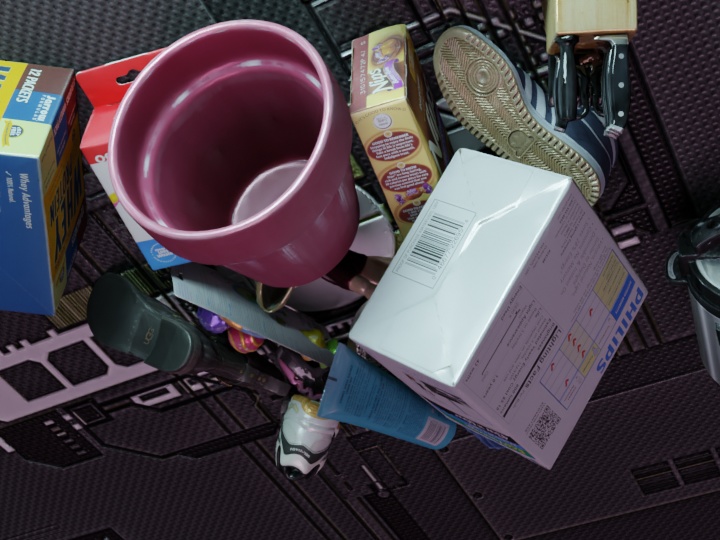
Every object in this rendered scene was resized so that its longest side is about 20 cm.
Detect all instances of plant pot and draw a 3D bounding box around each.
[{"bbox_3d":[-0.086,-0.078,0.933,0.198,0.201,0.179,-12,152,14],"label":"plant pot"}]

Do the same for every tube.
[{"bbox_3d":[0.029,0.144,1.175,0.050,0.078,0.200,-1,159,40],"label":"tube"}]

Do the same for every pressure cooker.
[{"bbox_3d":[0.401,0.015,1.057,0.175,0.179,0.201,-32,131,-10],"label":"pressure cooker"}]

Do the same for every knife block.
[{"bbox_3d":[0.180,-0.210,0.849,0.063,0.176,0.201,-1,133,3],"label":"knife block"}]

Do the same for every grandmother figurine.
[{"bbox_3d":[0.000,0.000,1.057,0.199,0.121,0.061,19,89,-7],"label":"grandmother figurine"}]

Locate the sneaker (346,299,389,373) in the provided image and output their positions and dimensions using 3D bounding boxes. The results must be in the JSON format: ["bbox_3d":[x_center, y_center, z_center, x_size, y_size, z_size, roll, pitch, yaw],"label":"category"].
[{"bbox_3d":[0.049,0.057,1.156,0.077,0.089,0.200,27,120,-18],"label":"sneaker"}]

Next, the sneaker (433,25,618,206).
[{"bbox_3d":[0.154,-0.147,0.995,0.200,0.108,0.070,48,128,1],"label":"sneaker"}]

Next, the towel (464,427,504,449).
[{"bbox_3d":[0.168,0.158,1.242,0.111,0.049,0.200,-16,153,15],"label":"towel"}]

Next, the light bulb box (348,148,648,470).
[{"bbox_3d":[0.128,0.036,0.961,0.124,0.199,0.200,23,167,41],"label":"light bulb box"}]

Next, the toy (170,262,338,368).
[{"bbox_3d":[-0.117,0.057,1.156,0.199,0.115,0.047,24,105,-21],"label":"toy"}]

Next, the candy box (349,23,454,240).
[{"bbox_3d":[0.048,-0.105,0.996,0.056,0.117,0.201,-15,132,16],"label":"candy box"}]

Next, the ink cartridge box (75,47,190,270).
[{"bbox_3d":[-0.184,-0.103,1.044,0.115,0.068,0.201,-12,131,14],"label":"ink cartridge box"}]

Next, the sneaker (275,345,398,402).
[{"bbox_3d":[0.000,0.114,1.252,0.199,0.079,0.096,25,108,-21],"label":"sneaker"}]

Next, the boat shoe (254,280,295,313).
[{"bbox_3d":[-0.068,-0.044,1.097,0.073,0.063,0.201,15,133,-12],"label":"boat shoe"}]

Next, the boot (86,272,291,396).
[{"bbox_3d":[-0.189,0.080,1.200,0.174,0.199,0.070,26,95,-55],"label":"boot"}]

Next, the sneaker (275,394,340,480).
[{"bbox_3d":[-0.070,0.197,1.261,0.075,0.088,0.200,20,168,4],"label":"sneaker"}]

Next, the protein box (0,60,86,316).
[{"bbox_3d":[-0.374,-0.081,1.027,0.198,0.136,0.199,6,133,-3],"label":"protein box"}]
